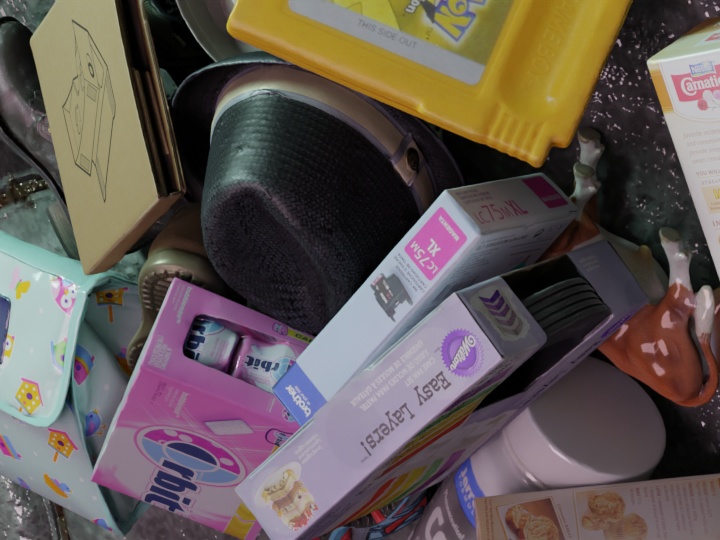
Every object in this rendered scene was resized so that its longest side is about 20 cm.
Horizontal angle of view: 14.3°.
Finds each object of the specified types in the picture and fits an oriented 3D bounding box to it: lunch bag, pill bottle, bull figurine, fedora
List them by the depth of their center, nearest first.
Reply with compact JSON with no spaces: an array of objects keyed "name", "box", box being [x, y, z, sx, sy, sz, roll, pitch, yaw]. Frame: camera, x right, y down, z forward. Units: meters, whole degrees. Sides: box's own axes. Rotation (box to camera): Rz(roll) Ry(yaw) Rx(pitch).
[{"name":"fedora","box":[-0.034,-0.031,1.647,0.200,0.092,0.201,16,145,11]},{"name":"bull figurine","box":[0.137,-0.003,1.681,0.200,0.065,0.122,33,127,18]},{"name":"pill bottle","box":[0.104,0.150,1.763,0.114,0.114,0.200,41,133,14]},{"name":"lunch bag","box":[-0.211,0.059,1.931,0.170,0.122,0.200,22,144,37]}]

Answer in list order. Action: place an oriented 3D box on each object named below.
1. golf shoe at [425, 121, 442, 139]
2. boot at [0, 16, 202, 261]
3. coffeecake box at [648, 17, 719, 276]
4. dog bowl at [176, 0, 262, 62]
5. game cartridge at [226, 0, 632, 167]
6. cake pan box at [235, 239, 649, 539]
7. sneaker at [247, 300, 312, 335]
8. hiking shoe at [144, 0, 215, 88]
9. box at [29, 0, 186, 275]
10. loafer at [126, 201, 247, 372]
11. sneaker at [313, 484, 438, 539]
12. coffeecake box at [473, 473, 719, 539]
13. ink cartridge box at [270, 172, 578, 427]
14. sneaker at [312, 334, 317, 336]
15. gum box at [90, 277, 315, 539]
[{"name":"golf shoe","box":[0.016,-0.098,1.723,0.092,0.073,0.201,-19,100,42]},{"name":"boot","box":[-0.146,-0.097,1.874,0.174,0.069,0.201,-18,106,38]},{"name":"coffeecake box","box":[0.262,-0.044,1.538,0.153,0.073,0.201,-7,109,42]},{"name":"dog bowl","box":[-0.012,-0.194,1.656,0.199,0.059,0.201,3,97,21]},{"name":"game cartridge","box":[0.051,-0.171,1.569,0.199,0.032,0.177,23,85,7]},{"name":"cake pan box","box":[0.050,0.065,1.598,0.200,0.184,0.052,-43,78,29]},{"name":"sneaker","box":[-0.072,0.068,1.904,0.089,0.075,0.200,47,129,25]},{"name":"hiking shoe","box":[-0.080,-0.128,1.763,0.200,0.076,0.101,44,162,11]},{"name":"box","box":[-0.156,-0.098,1.750,0.200,0.021,0.164,143,115,-68]},{"name":"loafer","box":[-0.102,0.023,1.806,0.076,0.068,0.200,22,154,2]},{"name":"sneaker","box":[0.012,0.127,1.840,0.080,0.095,0.200,65,148,12]},{"name":"coffeecake box","box":[0.173,0.202,1.680,0.199,0.073,0.154,-6,124,3]},{"name":"ink cartridge box","box":[0.027,0.028,1.640,0.042,0.119,0.200,47,117,18]},{"name":"sneaker","box":[0.000,0.000,1.792,0.200,0.088,0.076,39,157,23]},{"name":"gum box","box":[-0.089,0.087,1.767,0.113,0.066,0.200,22,151,-4]}]
